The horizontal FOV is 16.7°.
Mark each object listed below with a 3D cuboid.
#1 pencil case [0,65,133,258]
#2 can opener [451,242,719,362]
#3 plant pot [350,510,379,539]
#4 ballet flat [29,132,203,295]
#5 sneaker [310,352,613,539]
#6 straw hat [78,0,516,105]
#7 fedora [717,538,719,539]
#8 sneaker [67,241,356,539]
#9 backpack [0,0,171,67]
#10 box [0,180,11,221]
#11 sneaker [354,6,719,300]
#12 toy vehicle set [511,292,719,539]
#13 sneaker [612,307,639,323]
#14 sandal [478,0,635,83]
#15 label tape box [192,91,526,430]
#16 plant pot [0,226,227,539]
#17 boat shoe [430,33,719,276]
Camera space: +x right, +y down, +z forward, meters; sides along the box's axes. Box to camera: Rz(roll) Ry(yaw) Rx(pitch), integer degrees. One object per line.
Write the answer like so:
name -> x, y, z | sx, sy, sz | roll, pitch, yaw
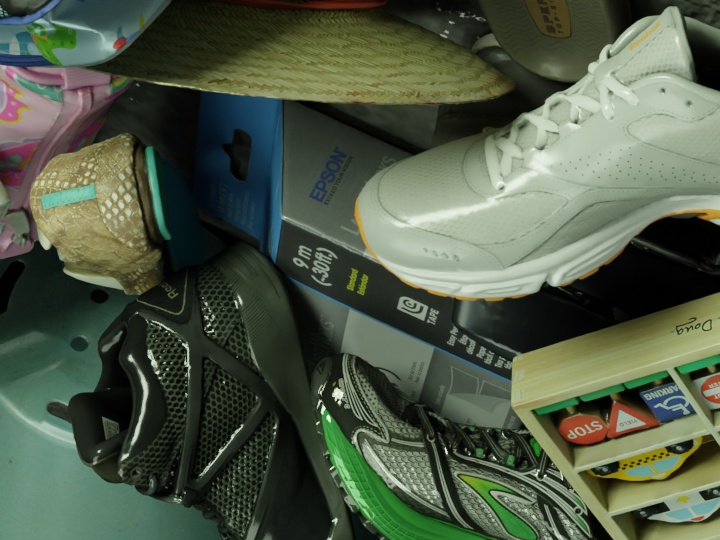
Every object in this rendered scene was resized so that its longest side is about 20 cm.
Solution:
pencil case -> -0.151, -0.076, 1.115 | 0.087, 0.088, 0.200 | 30, 151, -5
can opener -> 0.139, 0.017, 1.036 | 0.199, 0.079, 0.063 | 15, -169, -3
plant pot -> 0.049, 0.180, 1.269 | 0.201, 0.201, 0.161 | 44, 175, -29
ballet flat -> -0.113, -0.024, 1.121 | 0.065, 0.071, 0.200 | -8, 169, 1
sneaker -> 0.061, 0.092, 1.110 | 0.200, 0.078, 0.085 | 33, 118, -20
straw hat -> -0.034, -0.120, 0.913 | 0.200, 0.086, 0.201 | 6, -168, -1
fedora -> 0.209, 0.143, 1.052 | 0.199, 0.177, 0.090 | -28, 123, 14
sneaker -> -0.069, 0.097, 1.123 | 0.076, 0.114, 0.200 | 30, 140, 62
backpack -> -0.127, -0.161, 0.837 | 0.199, 0.183, 0.147 | 11, 151, 47
box -> -0.262, -0.074, 1.086 | 0.201, 0.127, 0.109 | 62, 154, 8
sneaker -> 0.092, -0.054, 0.891 | 0.199, 0.076, 0.092 | -13, 136, 4
toy vehicle set -> 0.176, 0.053, 0.994 | 0.199, 0.027, 0.124 | -19, 134, 24
sneaker -> 0.136, 0.080, 1.139 | 0.075, 0.071, 0.200 | 6, 146, 39
sandal -> 0.045, -0.126, 0.876 | 0.081, 0.055, 0.200 | 13, 150, 28
label tape box -> 0.000, 0.000, 1.134 | 0.199, 0.063, 0.144 | 24, 153, 6
plant pot -> -0.131, 0.079, 1.277 | 0.199, 0.201, 0.196 | 24, 146, 8
boat shoe -> 0.121, -0.027, 0.977 | 0.199, 0.057, 0.067 | 25, 152, 6
